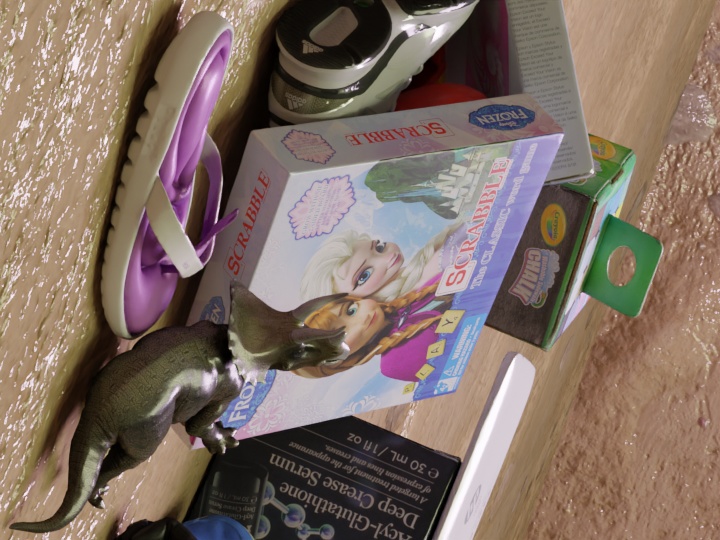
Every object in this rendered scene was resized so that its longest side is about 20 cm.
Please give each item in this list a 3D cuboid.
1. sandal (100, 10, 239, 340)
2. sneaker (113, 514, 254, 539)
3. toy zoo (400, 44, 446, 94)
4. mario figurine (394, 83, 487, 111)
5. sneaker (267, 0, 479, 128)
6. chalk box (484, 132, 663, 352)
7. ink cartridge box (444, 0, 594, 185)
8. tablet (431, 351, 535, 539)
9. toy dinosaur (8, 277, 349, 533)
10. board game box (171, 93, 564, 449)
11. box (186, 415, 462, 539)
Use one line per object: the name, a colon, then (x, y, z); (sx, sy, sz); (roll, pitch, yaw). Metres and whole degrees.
sandal: (-0.086, -0.034, 1.360); (0.082, 0.050, 0.203); (-55, 165, -44)
sneaker: (-0.103, 0.182, 1.637); (0.200, 0.077, 0.111); (-43, 163, -52)
toy zoo: (0.012, -0.093, 1.718); (0.131, 0.020, 0.200); (-52, 156, -32)
mario figurine: (0.028, -0.016, 1.659); (0.200, 0.106, 0.123); (-64, 176, 13)
sneaker: (-0.001, -0.114, 1.584); (0.200, 0.076, 0.116); (-39, 153, -51)
chalk box: (0.115, -0.033, 1.955); (0.124, 0.200, 0.125); (-45, 155, -64)
ink cartridge box: (0.082, -0.148, 1.702); (0.196, 0.043, 0.200); (176, -98, -79)
tablet: (0.070, 0.151, 1.809); (0.130, 0.014, 0.200); (39, 72, -79)
toy dinosaur: (-0.106, 0.063, 1.427); (0.200, 0.077, 0.102); (-23, 150, -27)
board game box: (0.000, 0.000, 1.569); (0.199, 0.041, 0.200); (-11, 135, -37)
box: (-0.037, 0.192, 1.798); (0.107, 0.148, 0.200); (64, 49, -75)
